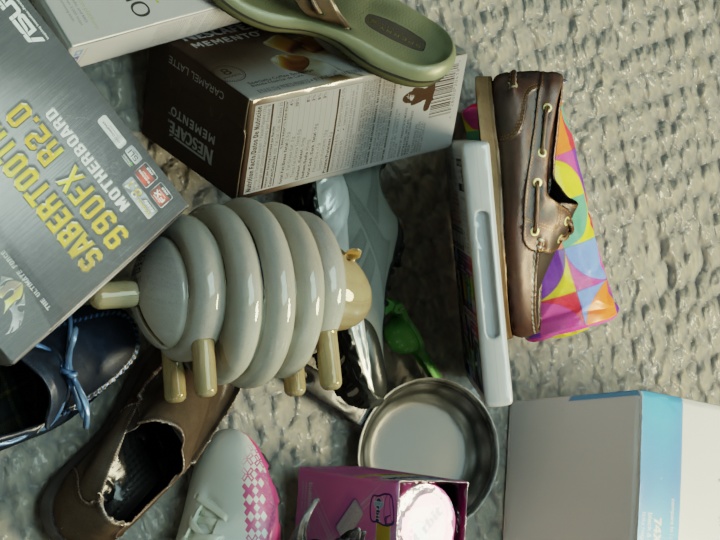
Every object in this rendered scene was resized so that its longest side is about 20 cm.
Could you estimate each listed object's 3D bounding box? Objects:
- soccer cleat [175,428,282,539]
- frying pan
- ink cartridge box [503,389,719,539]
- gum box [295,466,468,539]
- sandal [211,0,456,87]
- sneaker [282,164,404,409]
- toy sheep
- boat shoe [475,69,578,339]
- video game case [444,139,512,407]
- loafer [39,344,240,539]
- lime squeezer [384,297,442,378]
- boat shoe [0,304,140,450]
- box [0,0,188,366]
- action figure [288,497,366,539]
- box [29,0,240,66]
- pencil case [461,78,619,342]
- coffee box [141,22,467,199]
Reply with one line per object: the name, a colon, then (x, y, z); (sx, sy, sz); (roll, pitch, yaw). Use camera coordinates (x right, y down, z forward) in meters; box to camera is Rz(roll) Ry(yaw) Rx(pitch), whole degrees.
soccer cleat: (-0.102, 0.206, 1.547); (0.086, 0.070, 0.200); (6, 82, -47)
frying pan: (0.014, 0.130, 1.676); (0.190, 0.031, 0.115); (10, 86, -22)
ink cartridge box: (0.233, 0.179, 1.773); (0.200, 0.147, 0.146); (12, 77, -37)
gum box: (0.010, 0.240, 1.595); (0.066, 0.113, 0.200); (3, 89, -38)
sandal: (-0.022, -0.192, 1.547); (0.201, 0.057, 0.080); (22, 51, -11)
sneaker: (0.000, 0.000, 1.625); (0.079, 0.074, 0.200); (0, 71, -23)
toy sheep: (-0.082, 0.018, 1.504); (0.200, 0.138, 0.138); (-1, 85, -33)
boat shoe: (0.125, -0.048, 1.687); (0.070, 0.070, 0.200); (-4, 102, 3)
video game case: (0.084, -0.003, 1.653); (0.023, 0.200, 0.182); (-5, 94, -1)
loafer: (-0.130, 0.111, 1.537); (0.073, 0.071, 0.200); (49, 58, -24)
lime squeezer: (0.016, 0.053, 1.684); (0.200, 0.038, 0.071); (26, 69, -35)
boat shoe: (-0.213, 0.083, 1.476); (0.200, 0.069, 0.084); (-36, 107, -36)
box: (-0.228, -0.066, 1.427); (0.158, 0.048, 0.200); (-43, 106, -23)
action figure: (-0.018, 0.247, 1.497); (0.102, 0.119, 0.200); (-7, 57, -39)
box: (-0.155, -0.221, 1.547); (0.200, 0.036, 0.144); (-21, 74, -40)
pencil case: (0.138, -0.047, 1.766); (0.088, 0.088, 0.200); (-18, 96, -39)
coffee box: (-0.039, -0.125, 1.601); (0.200, 0.114, 0.080); (-16, 127, -38)
